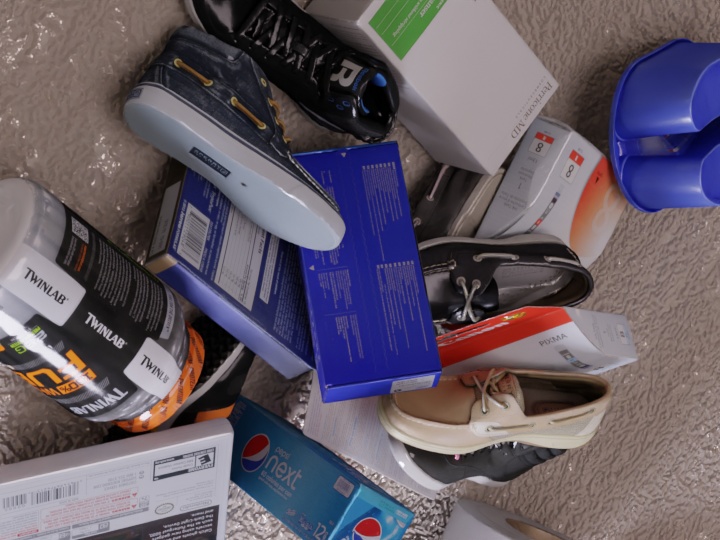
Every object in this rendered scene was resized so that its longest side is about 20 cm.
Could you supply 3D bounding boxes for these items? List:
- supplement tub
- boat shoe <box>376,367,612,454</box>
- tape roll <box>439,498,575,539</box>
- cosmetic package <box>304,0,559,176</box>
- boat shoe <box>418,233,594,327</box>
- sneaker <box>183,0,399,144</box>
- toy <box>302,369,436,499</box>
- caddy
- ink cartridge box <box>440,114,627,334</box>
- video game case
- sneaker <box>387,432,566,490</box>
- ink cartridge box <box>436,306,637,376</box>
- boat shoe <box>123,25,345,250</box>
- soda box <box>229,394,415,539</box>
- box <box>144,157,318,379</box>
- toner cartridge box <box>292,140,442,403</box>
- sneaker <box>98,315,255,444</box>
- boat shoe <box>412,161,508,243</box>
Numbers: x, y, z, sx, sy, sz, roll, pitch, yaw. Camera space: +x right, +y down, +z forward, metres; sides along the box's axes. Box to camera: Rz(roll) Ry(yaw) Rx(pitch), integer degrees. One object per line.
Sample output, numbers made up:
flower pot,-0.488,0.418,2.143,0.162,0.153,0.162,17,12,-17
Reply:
supplement tub,-0.216,0.032,1.385,0.200,0.122,0.123,41,81,-35
boat shoe,0.112,0.108,1.538,0.199,0.072,0.065,4,140,-17
tape roll,0.152,0.311,1.677,0.202,0.202,0.140,23,92,-37
cosmetic package,0.061,-0.183,1.529,0.200,0.085,0.108,43,76,-35
boat shoe,0.102,0.015,1.539,0.199,0.060,0.074,-5,119,-28
sneaker,-0.040,-0.173,1.445,0.200,0.112,0.073,38,80,-37
toy,0.006,0.117,1.603,0.200,0.047,0.116,31,62,-45
caddy,0.295,-0.133,1.683,0.200,0.105,0.142,-30,114,-47
ink cartridge box,0.158,-0.020,1.636,0.162,0.050,0.201,28,85,-58
video game case,-0.200,0.205,1.458,0.199,0.023,0.182,-11,133,-22
sneaker,0.106,0.139,1.595,0.099,0.071,0.200,-34,155,27
ink cartridge box,0.124,0.077,1.576,0.200,0.160,0.048,6,66,-58
boat shoe,-0.080,-0.104,1.428,0.200,0.071,0.091,37,60,-16
soda box,-0.045,0.173,1.497,0.068,0.200,0.064,32,89,-36
box,-0.083,0.001,1.474,0.200,0.032,0.122,40,41,-31
toner cartridge box,0.000,0.000,1.476,0.094,0.043,0.201,-7,70,-8
sneaker,-0.136,0.123,1.508,0.200,0.070,0.090,-52,132,-3
boat shoe,0.054,-0.014,1.590,0.200,0.057,0.067,-55,146,-12
